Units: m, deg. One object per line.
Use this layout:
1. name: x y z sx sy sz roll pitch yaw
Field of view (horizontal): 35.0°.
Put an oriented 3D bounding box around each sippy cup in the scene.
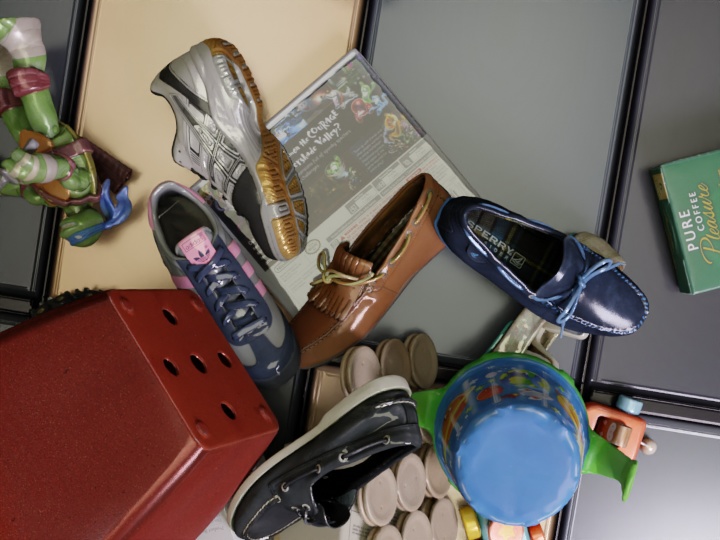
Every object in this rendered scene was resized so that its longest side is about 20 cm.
1. sippy cup: 0.124 0.143 0.923 0.178 0.130 0.140 -20 94 6

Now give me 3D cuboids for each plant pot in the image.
1. plant pot: -0.183 0.118 0.857 0.176 0.200 0.200 -37 77 15

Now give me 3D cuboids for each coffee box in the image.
1. coffee box: 0.371 -0.060 1.019 0.200 0.044 0.123 -16 92 0

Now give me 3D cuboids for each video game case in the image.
1. video game case: -0.023 -0.066 1.026 0.200 0.023 0.182 -40 92 2

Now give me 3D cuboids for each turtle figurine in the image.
1. turtle figurine: -0.306 -0.102 0.961 0.200 0.144 0.194 -16 88 -4

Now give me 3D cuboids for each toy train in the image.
1. toy train: 0.175 0.194 1.020 0.150 0.056 0.200 24 91 -1

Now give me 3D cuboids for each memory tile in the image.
1. memory tile: 0.035 0.157 0.979 0.017 0.153 0.200 -7 91 32

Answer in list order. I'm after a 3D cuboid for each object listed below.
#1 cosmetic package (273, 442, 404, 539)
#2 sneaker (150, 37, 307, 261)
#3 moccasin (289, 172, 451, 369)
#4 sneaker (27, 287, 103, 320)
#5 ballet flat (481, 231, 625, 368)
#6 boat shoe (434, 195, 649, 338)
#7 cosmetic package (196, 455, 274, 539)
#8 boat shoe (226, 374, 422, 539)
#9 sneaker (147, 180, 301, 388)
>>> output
1. cosmetic package: -0.020 0.252 0.956 0.071 0.105 0.200 -8 64 31
2. sneaker: -0.114 -0.095 0.986 0.088 0.076 0.200 -22 89 16
3. moccasin: 0.001 0.001 0.970 0.201 0.074 0.078 -43 127 2
4. sneaker: -0.198 0.063 1.009 0.200 0.072 0.073 7 136 9
5. ballet flat: 0.161 0.056 1.005 0.062 0.067 0.200 34 92 27
6. boat shoe: 0.153 0.005 0.943 0.200 0.069 0.084 22 87 -10
7. cosmetic package: -0.119 0.263 0.989 0.113 0.081 0.200 -14 95 28
8. boat shoe: -0.025 0.165 0.882 0.199 0.074 0.066 -41 58 18
9. sneaker: -0.121 0.010 0.941 0.070 0.082 0.200 -35 65 -8
